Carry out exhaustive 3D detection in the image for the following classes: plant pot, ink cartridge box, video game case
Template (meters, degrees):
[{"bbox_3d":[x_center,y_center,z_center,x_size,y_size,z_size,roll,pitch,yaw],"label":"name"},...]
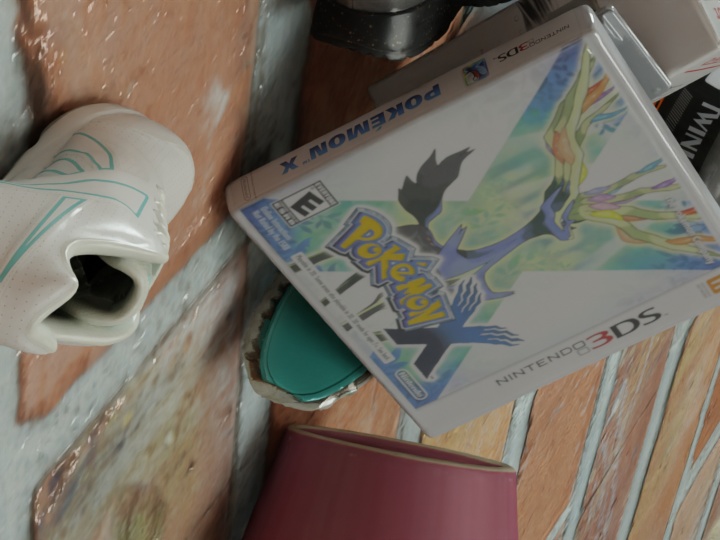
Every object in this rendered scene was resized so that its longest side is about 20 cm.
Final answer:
[{"bbox_3d":[0.007,0.182,1.351,0.200,0.199,0.180,14,86,-74],"label":"plant pot"},{"bbox_3d":[0.117,-0.107,1.178,0.200,0.067,0.116,-29,177,20],"label":"ink cartridge box"},{"bbox_3d":[0.065,-0.015,1.147,0.200,0.182,0.022,50,20,-43],"label":"video game case"}]

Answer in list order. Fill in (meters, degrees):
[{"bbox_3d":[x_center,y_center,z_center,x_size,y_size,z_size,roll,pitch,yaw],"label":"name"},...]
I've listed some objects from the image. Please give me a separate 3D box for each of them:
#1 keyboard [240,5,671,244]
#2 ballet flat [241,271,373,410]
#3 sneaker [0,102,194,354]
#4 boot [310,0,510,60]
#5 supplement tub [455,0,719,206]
[{"bbox_3d":[0.042,-0.051,1.129,0.200,0.011,0.056,-30,133,19],"label":"keyboard"},{"bbox_3d":[0.000,0.000,1.250,0.200,0.072,0.072,-52,160,-31],"label":"ballet flat"},{"bbox_3d":[-0.100,-0.007,0.883,0.200,0.080,0.071,-32,143,-65],"label":"sneaker"},{"bbox_3d":[0.043,-0.182,1.101,0.200,0.070,0.132,-51,153,-59],"label":"boot"},{"bbox_3d":[0.144,-0.068,1.345,0.123,0.200,0.123,-56,162,-29],"label":"supplement tub"}]
